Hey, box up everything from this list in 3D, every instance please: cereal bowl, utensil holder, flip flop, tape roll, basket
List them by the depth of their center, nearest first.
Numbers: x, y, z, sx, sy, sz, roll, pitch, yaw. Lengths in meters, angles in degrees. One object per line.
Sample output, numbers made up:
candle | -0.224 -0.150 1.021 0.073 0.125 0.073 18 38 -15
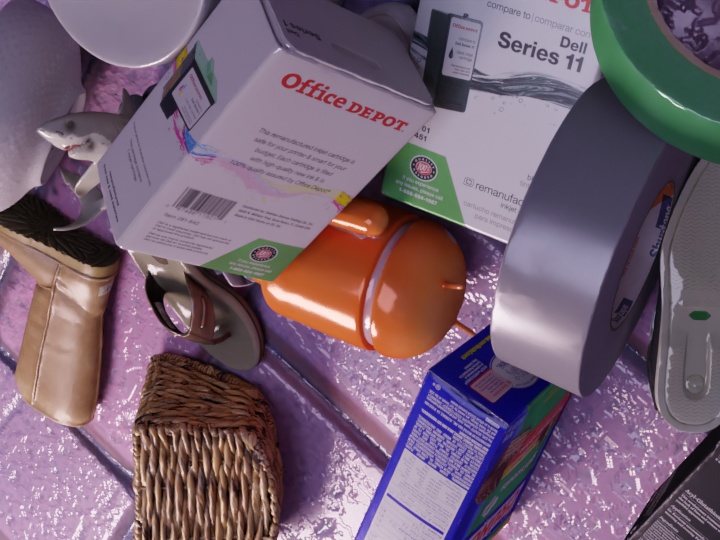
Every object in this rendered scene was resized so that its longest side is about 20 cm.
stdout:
tape roll | 0.237 -0.160 0.678 0.199 0.201 0.048 35 166 15
tape roll | 0.159 -0.021 0.764 0.066 0.200 0.203 23 119 21
utensil holder | -0.115 -0.244 0.846 0.168 0.200 0.172 11 115 26
cereal bowl | -0.301 -0.135 1.017 0.083 0.201 0.201 26 123 -7
flip flop | -0.160 0.025 1.035 0.080 0.058 0.201 -7 132 33
basket | -0.145 0.197 1.120 0.141 0.149 0.203 2 113 -5

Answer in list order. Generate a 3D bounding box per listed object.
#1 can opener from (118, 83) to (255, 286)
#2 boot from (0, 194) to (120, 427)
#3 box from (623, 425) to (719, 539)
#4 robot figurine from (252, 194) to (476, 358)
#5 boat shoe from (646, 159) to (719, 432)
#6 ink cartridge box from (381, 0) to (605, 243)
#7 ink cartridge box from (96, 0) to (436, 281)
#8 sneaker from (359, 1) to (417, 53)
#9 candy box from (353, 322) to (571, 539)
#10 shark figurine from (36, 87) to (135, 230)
can opener | -0.137 -0.078 1.008 0.201 0.053 0.067 58 145 0
boot | -0.331 0.041 1.172 0.174 0.066 0.202 31 123 19
box | 0.314 0.208 0.826 0.199 0.079 0.142 40 133 12
robot figurine | 0.001 0.001 0.924 0.198 0.116 0.146 20 112 25
boat shoe | 0.239 0.008 0.807 0.071 0.068 0.203 10 98 6
ink cartridge box | 0.109 -0.133 0.823 0.145 0.083 0.202 22 118 22
ink cartridge box | -0.068 -0.093 0.803 0.200 0.144 0.085 -44 51 30
sneaker | -0.030 -0.133 0.898 0.199 0.099 0.078 -37 88 36
candy box | 0.086 0.142 0.891 0.077 0.169 0.202 34 123 20
shark figurine | -0.208 -0.106 0.988 0.215 0.126 0.091 126 135 -71
